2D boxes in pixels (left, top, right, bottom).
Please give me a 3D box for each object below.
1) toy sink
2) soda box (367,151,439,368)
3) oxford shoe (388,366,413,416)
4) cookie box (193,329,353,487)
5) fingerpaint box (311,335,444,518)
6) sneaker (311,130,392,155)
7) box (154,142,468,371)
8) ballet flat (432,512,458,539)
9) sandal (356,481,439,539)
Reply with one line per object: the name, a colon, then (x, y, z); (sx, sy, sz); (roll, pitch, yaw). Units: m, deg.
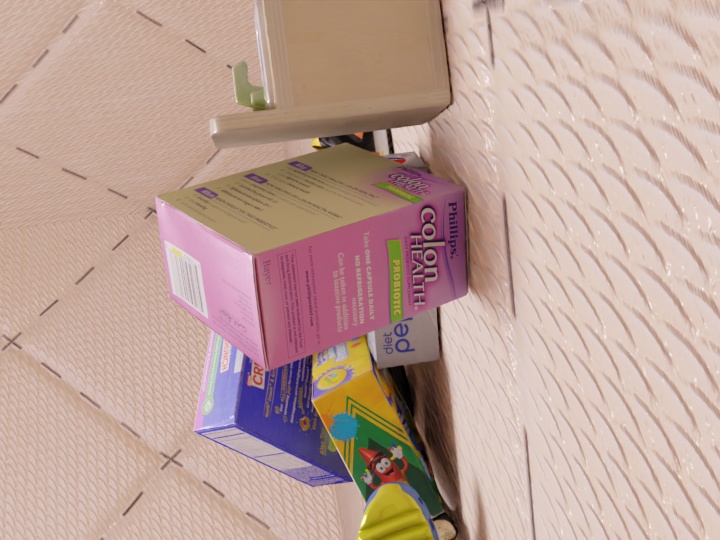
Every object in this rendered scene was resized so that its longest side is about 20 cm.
toy sink: (-0.036, -0.176, 0.889); (0.130, 0.197, 0.114); (-178, 80, -84)
soda box: (0.035, -0.010, 1.027); (0.064, 0.067, 0.203); (-113, 17, -69)
oxford shoe: (0.022, 0.174, 1.304); (0.202, 0.083, 0.073); (92, 170, -49)
cookie box: (-0.086, 0.135, 1.205); (0.199, 0.075, 0.173); (35, -130, -39)
fingerpaint box: (0.015, 0.162, 1.117); (0.169, 0.073, 0.200); (63, -177, -10)
sneaker: (-0.016, -0.174, 1.211); (0.070, 0.088, 0.203); (107, 155, -75)
box: (-0.041, -0.021, 0.864); (0.175, 0.198, 0.098); (27, 129, 50)
ballet flat: (0.060, 0.264, 1.110); (0.200, 0.066, 0.058); (146, 106, -84)
sandal: (0.048, 0.287, 0.979); (0.087, 0.078, 0.203); (-58, -42, -69)
